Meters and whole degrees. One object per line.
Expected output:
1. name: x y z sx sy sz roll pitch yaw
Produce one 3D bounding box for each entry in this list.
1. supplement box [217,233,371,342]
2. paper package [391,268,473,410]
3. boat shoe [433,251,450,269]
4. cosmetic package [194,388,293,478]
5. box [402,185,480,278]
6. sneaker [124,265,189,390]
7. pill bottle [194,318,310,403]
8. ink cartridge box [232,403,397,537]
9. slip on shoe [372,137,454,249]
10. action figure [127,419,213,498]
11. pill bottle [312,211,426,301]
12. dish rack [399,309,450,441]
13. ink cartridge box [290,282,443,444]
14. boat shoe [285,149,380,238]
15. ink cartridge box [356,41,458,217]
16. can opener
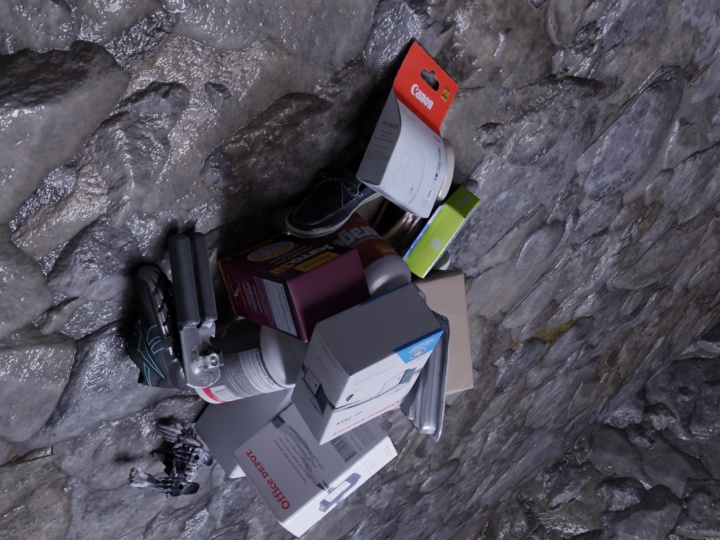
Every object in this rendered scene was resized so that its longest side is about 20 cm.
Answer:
1. supplement box: -0.090 0.017 1.159 0.110 0.200 0.086 -26 111 -29
2. paper package: 0.077 0.105 1.415 0.190 0.103 0.201 -10 99 -27
3. boat shoe: 0.074 0.029 1.522 0.200 0.070 0.066 -36 150 -27
4. cosmetic package: -0.130 0.223 1.452 0.200 0.123 0.200 8 122 -55
5. box: 0.130 -0.063 1.407 0.122 0.048 0.200 -56 175 20
6. sneaker: -0.275 0.083 1.151 0.079 0.076 0.201 -4 125 3
7. pill bottle: -0.137 0.117 1.236 0.199 0.111 0.111 -16 160 26
8. ink cartridge box: -0.069 0.278 1.330 0.200 0.145 0.084 -38 149 -10
9. slip on shoe: 0.075 -0.115 1.341 0.060 0.076 0.200 2 134 -36
10. action figure: -0.295 0.297 1.370 0.119 0.102 0.200 -66 -164 -15
11. pill bottle: 0.000 0.000 1.255 0.112 0.200 0.112 -31 148 -22
12. dish rack: 0.082 0.142 1.263 0.043 0.200 0.172 4 94 -7
13. ink cartridge box: 0.003 0.122 1.128 0.146 0.086 0.200 -23 153 -27
14. boat shoe: -0.025 -0.113 1.217 0.200 0.075 0.062 -35 144 -25
15. ink cartridge box: 0.083 -0.189 1.212 0.160 0.047 0.201 24 89 -59
16. can opener: -0.221 0.053 1.126 0.053 0.067 0.201 -8 91 -45
